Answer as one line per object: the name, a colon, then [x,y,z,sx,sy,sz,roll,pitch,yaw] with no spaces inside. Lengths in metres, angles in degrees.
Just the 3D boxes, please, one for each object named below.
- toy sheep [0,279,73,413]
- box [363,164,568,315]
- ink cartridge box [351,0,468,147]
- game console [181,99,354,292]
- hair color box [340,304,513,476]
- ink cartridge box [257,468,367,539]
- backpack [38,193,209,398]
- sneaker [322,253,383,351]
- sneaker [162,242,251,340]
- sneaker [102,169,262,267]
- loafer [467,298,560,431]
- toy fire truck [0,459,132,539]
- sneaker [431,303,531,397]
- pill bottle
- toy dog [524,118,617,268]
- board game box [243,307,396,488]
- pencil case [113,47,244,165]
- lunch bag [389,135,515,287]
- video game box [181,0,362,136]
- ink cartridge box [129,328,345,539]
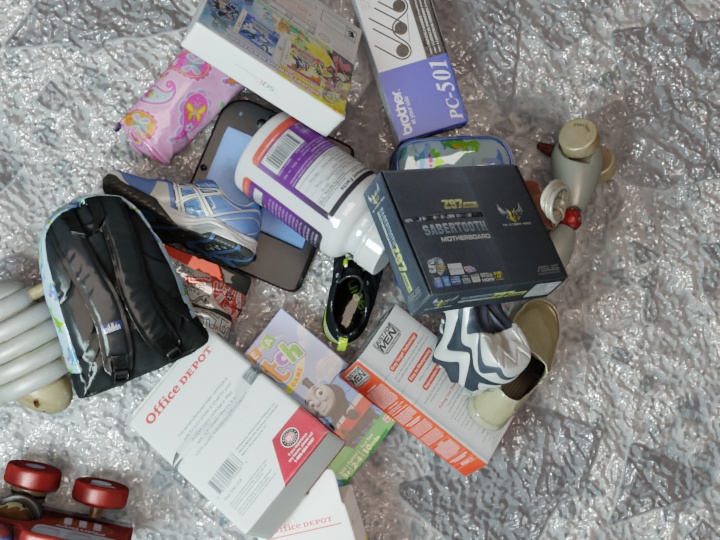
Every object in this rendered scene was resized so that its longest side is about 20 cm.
toy sheep: [-0.396,0.077,1.264,0.137,0.138,0.201,-27,94,-6]
box: [0.119,-0.039,1.216,0.199,0.051,0.158,-5,62,-32]
ink cartridge box: [0.061,-0.266,1.367,0.094,0.044,0.201,-17,89,-5]
game console: [-0.121,-0.095,1.348,0.176,0.031,0.201,23,86,-4]
hair color box: [0.086,0.146,1.323,0.200,0.061,0.102,40,55,-3]
ink cartridge box: [-0.052,0.331,1.291,0.116,0.067,0.201,-14,96,10]
backpack: [-0.283,0.014,1.213,0.163,0.154,0.201,-26,108,-16]
sneaker: [0.000,0.000,1.328,0.071,0.083,0.201,9,86,-6]
sneaker: [-0.242,0.025,1.311,0.200,0.067,0.108,21,83,-7]
sneaker: [-0.211,-0.074,1.297,0.199,0.076,0.077,24,63,-7]
loafer: [0.200,0.108,1.319,0.076,0.068,0.200,37,56,-8]
toy fire truck: [-0.357,0.293,1.235,0.199,0.168,0.113,15,86,-5]
sneaker: [0.116,0.056,1.270,0.079,0.130,0.200,-12,65,-34]
pill bottle: [-0.039,-0.087,1.269,0.200,0.111,0.112,37,84,11]
toy dog: [0.241,-0.099,1.348,0.200,0.096,0.132,-51,136,-34]
board game box: [-0.069,0.167,1.337,0.200,0.037,0.151,39,85,-2]
pencil case: [-0.204,-0.219,1.320,0.087,0.087,0.200,41,85,-2]
lunch bag: [0.119,-0.064,1.342,0.160,0.082,0.201,-5,89,-6]
video game box: [-0.097,-0.273,1.276,0.199,0.047,0.183,31,40,-19]
ink cartridge box: [-0.141,0.185,1.242,0.200,0.084,0.144,37,85,23]
